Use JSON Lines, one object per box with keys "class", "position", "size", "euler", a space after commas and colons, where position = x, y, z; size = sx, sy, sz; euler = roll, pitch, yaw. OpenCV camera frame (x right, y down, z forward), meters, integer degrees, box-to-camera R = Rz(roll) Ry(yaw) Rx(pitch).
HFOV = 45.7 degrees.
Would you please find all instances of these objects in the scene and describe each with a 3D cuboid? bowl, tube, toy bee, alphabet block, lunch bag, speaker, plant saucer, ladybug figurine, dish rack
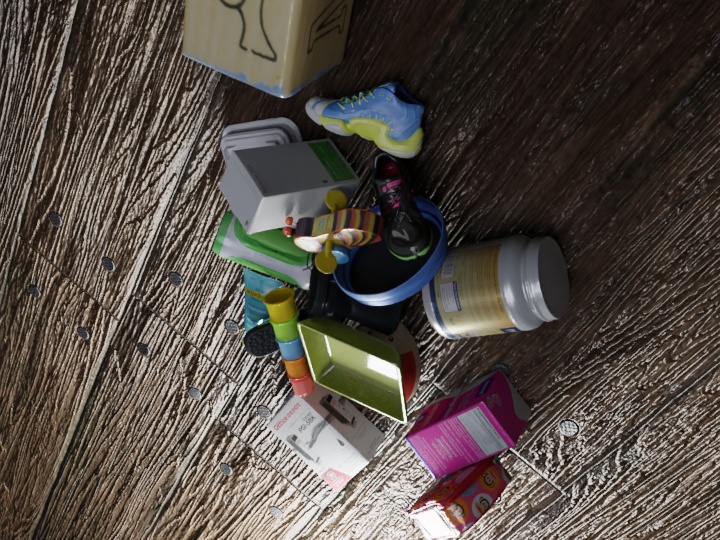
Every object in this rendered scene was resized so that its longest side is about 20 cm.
{"class": "bowl", "position": [0.049, -0.030, 1.355], "size": [0.197, 0.204, 0.040], "euler": [-6, 139, 33]}
{"class": "tube", "position": [-0.188, 0.058, 1.599], "size": [0.076, 0.051, 0.201], "euler": [16, 147, -1]}
{"class": "toy bee", "position": [-0.061, -0.050, 1.324], "size": [0.107, 0.133, 0.199], "euler": [23, 131, -33]}
{"class": "alphabet block", "position": [-0.126, -0.399, 1.228], "size": [0.192, 0.197, 0.203], "euler": [24, 128, 13]}
{"class": "lunch bag", "position": [0.188, 0.400, 1.545], "size": [0.082, 0.175, 0.200], "euler": [51, 152, 5]}
{"class": "speaker", "position": [-0.158, -0.034, 1.509], "size": [0.196, 0.089, 0.089], "euler": [21, 130, -7]}
{"class": "plant saucer", "position": [-0.002, 0.161, 1.466], "size": [0.197, 0.048, 0.202], "euler": [22, 149, 22]}
{"class": "ladybug figurine", "position": [0.042, 0.180, 1.562], "size": [0.133, 0.072, 0.204], "euler": [11, 123, 24]}
{"class": "dish rack", "position": [-0.163, -0.158, 1.497], "size": [0.168, 0.044, 0.204], "euler": [-2, 118, 30]}

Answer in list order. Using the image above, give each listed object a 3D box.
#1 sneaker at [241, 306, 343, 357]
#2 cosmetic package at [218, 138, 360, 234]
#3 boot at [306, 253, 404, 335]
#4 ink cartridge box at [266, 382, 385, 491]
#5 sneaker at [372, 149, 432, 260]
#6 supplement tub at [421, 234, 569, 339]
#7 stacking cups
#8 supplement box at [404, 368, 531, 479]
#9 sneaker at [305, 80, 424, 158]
{"class": "sneaker", "position": [-0.130, 0.105, 1.607], "size": [0.195, 0.083, 0.073], "euler": [-12, 100, -2]}
{"class": "cosmetic package", "position": [-0.112, -0.137, 1.362], "size": [0.108, 0.197, 0.085], "euler": [53, 134, 23]}
{"class": "boot", "position": [0.000, 0.000, 1.466], "size": [0.165, 0.205, 0.076], "euler": [14, 157, -20]}
{"class": "ink cartridge box", "position": [-0.071, 0.321, 1.708], "size": [0.199, 0.083, 0.147], "euler": [42, 131, 1]}
{"class": "sneaker", "position": [0.053, -0.101, 1.310], "size": [0.076, 0.203, 0.084], "euler": [-26, 145, 9]}
{"class": "supplement tub", "position": [0.209, 0.025, 1.321], "size": [0.197, 0.145, 0.147], "euler": [-10, 113, 35]}
{"class": "stacking cups", "position": [-0.120, 0.131, 1.540], "size": [0.059, 0.061, 0.204], "euler": [1, 121, 29]}
{"class": "supplement box", "position": [0.190, 0.274, 1.513], "size": [0.199, 0.101, 0.104], "euler": [-33, 99, 39]}
{"class": "sneaker", "position": [0.014, -0.255, 1.323], "size": [0.196, 0.076, 0.107], "euler": [22, 115, 8]}
